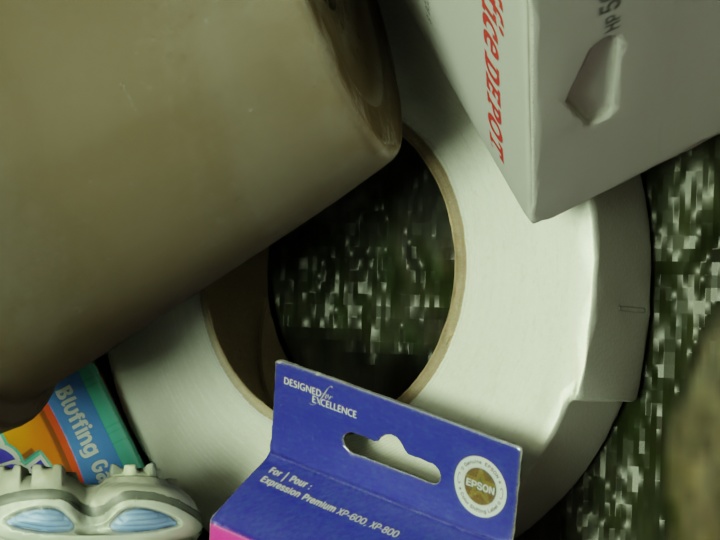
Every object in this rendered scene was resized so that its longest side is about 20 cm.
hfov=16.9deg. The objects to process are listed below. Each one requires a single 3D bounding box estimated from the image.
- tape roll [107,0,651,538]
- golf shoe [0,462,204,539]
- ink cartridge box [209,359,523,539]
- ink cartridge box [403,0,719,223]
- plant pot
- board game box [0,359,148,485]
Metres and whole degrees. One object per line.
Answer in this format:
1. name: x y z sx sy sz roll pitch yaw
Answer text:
1. tape roll: 0.000 0.000 0.782 0.202 0.037 0.204 -2 86 37
2. golf shoe: -0.147 0.112 0.759 0.199 0.078 0.098 -2 80 5
3. ink cartridge box: -0.004 0.136 0.750 0.094 0.037 0.201 18 112 33
4. ink cartridge box: 0.038 -0.136 0.679 0.084 0.146 0.201 -25 66 -7
5. plant pot: -0.087 -0.062 0.719 0.173 0.200 0.201 -19 76 13
6. board game box: -0.174 0.085 0.828 0.199 0.045 0.153 -28 73 -4
